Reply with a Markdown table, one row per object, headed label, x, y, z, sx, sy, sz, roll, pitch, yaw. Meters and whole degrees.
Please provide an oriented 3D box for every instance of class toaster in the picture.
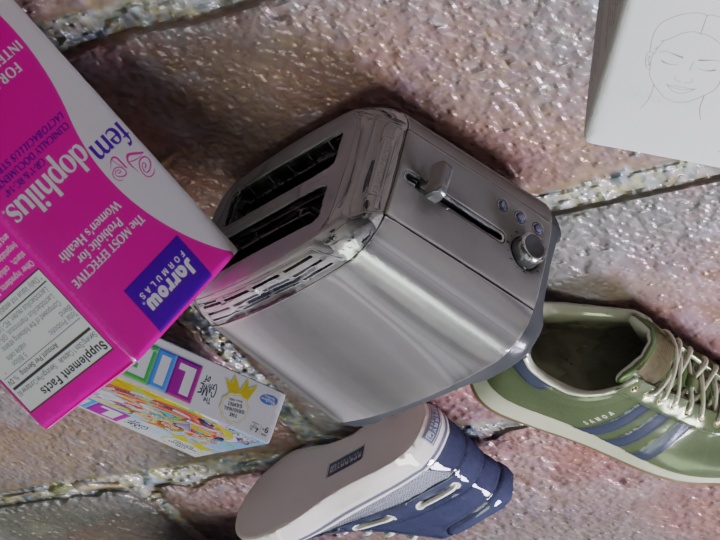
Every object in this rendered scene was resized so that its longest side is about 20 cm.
| label | x | y | z | sx | sy | sz | roll | pitch | yaw |
| --- | --- | --- | --- | --- | --- | --- | --- | --- | --- |
| toaster | 0.000 | 0.000 | 0.948 | 0.129 | 0.114 | 0.199 | 36 | 142 | -25 |

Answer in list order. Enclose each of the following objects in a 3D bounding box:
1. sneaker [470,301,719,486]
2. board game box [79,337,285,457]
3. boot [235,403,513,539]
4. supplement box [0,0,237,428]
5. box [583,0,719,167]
| label | x | y | z | sx | sy | sz | roll | pitch | yaw |
| --- | --- | --- | --- | --- | --- | --- | --- | --- | --- |
| sneaker | 0.165 | 0.067 | 1.027 | 0.198 | 0.068 | 0.090 | 15 | 150 | 0 |
| board game box | -0.161 | 0.060 | 1.105 | 0.199 | 0.035 | 0.134 | 26 | 162 | -19 |
| boot | 0.006 | 0.158 | 1.195 | 0.090 | 0.073 | 0.199 | 38 | 136 | -25 |
| supplement box | -0.176 | -0.036 | 0.892 | 0.200 | 0.101 | 0.103 | 48 | 136 | -9 |
| box | 0.184 | -0.138 | 0.705 | 0.151 | 0.107 | 0.201 | 11 | 145 | 1 |
